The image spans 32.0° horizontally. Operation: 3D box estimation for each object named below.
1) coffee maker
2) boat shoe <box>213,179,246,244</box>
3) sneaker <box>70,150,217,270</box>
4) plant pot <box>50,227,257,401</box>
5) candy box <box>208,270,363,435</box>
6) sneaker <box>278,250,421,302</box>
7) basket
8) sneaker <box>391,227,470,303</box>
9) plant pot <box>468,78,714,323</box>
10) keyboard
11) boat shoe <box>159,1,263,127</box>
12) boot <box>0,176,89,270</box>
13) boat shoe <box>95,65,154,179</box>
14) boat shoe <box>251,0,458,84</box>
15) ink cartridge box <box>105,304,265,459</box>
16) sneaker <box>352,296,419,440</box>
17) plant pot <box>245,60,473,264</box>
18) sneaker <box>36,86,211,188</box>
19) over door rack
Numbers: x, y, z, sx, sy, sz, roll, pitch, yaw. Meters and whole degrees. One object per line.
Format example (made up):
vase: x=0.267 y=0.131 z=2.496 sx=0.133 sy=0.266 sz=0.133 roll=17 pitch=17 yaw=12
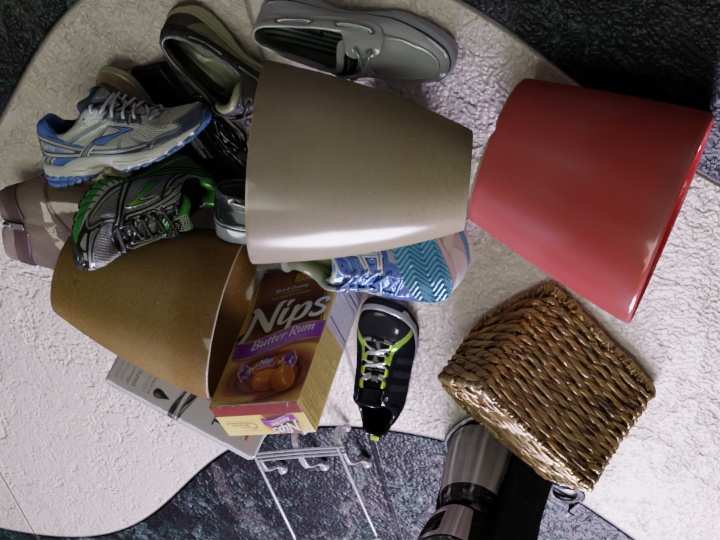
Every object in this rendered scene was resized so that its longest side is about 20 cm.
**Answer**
coffee maker: x=0.169 y=0.298 z=1.492 sx=0.189 sy=0.201 sz=0.136 roll=19 pitch=137 yaw=5
boat shoe: x=-0.057 y=-0.069 z=1.324 sx=0.196 sy=0.074 sz=0.069 roll=5 pitch=128 yaw=3
sneaker: x=-0.224 y=-0.063 z=1.308 sx=0.084 sy=0.200 sz=0.079 roll=25 pitch=135 yaw=23
plant pot: x=-0.231 y=0.026 z=1.384 sx=0.197 sy=0.188 sz=0.188 roll=15 pitch=135 yaw=6
candy box: x=-0.080 y=0.086 z=1.400 sx=0.115 sy=0.202 sz=0.057 roll=-7 pitch=132 yaw=27
sneaker: x=0.000 y=0.000 z=1.375 sx=0.197 sy=0.078 sz=0.076 roll=18 pitch=134 yaw=4
basket: x=0.206 y=0.127 z=1.417 sx=0.200 sy=0.150 sz=0.142 roll=41 pitch=166 yaw=-17
sneaker: x=0.061 y=-0.073 z=1.287 sx=0.075 sy=0.081 sz=0.203 roll=-4 pitch=110 yaw=28
plant pot: x=0.205 y=-0.079 z=1.151 sx=0.175 sy=0.201 sz=0.202 roll=24 pitch=137 yaw=14
keyboard: x=-0.159 y=-0.146 z=1.348 sx=0.103 sy=0.040 sz=0.201 roll=6 pitch=139 yaw=51
boat shoe: x=-0.125 y=-0.181 z=1.267 sx=0.201 sy=0.066 sz=0.071 roll=42 pitch=132 yaw=-18
boot: x=-0.352 y=-0.021 z=1.501 sx=0.144 sy=0.070 sz=0.203 roll=1 pitch=118 yaw=12
boat shoe: x=-0.258 y=-0.128 z=1.367 sx=0.071 sy=0.065 sz=0.202 roll=19 pitch=138 yaw=19
boat shoe: x=-0.009 y=-0.207 z=1.193 sx=0.197 sy=0.067 sz=0.074 roll=14 pitch=135 yaw=11
ink cartridge box: x=-0.182 y=0.116 z=1.498 sx=0.198 sy=0.148 sz=0.084 roll=27 pitch=169 yaw=-4
sneaker: x=0.028 y=0.123 z=1.472 sx=0.071 sy=0.083 sz=0.202 roll=9 pitch=133 yaw=14
plant pot: x=0.003 y=-0.092 z=1.174 sx=0.196 sy=0.189 sz=0.189 roll=5 pitch=134 yaw=2
sneaker: x=-0.249 y=-0.147 z=1.280 sx=0.197 sy=0.077 sz=0.086 roll=-14 pitch=109 yaw=17
over door rack: x=-0.052 y=0.297 z=1.667 sx=0.146 sy=0.067 sz=0.203 roll=-8 pitch=106 yaw=29
